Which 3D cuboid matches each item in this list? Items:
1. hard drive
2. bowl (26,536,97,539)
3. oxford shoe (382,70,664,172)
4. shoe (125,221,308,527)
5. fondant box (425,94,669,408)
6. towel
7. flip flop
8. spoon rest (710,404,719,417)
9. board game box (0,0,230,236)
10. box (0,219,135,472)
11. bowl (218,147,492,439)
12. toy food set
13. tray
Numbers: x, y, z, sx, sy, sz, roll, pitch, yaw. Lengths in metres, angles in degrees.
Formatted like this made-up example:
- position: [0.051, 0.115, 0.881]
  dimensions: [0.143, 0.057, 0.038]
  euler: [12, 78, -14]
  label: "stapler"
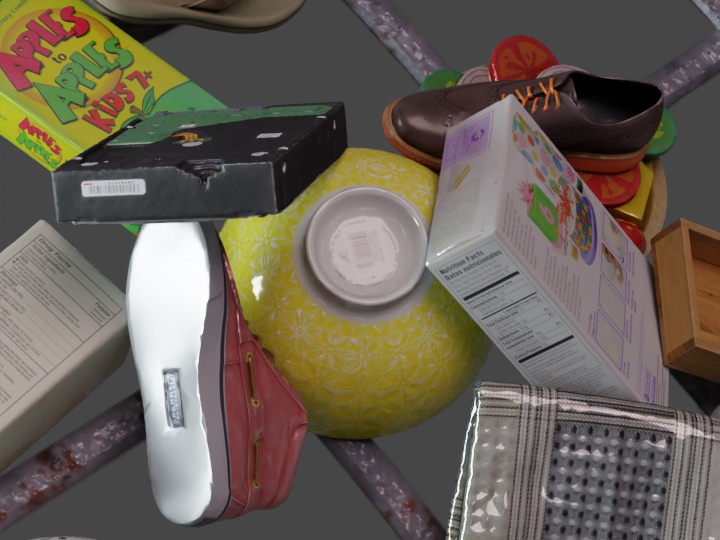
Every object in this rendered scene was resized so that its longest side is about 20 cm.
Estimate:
- position: [-0.094, -0.067, 1.364]
  dimensions: [0.139, 0.038, 0.200]
  euler: [-2, 15, 12]
  label: "hard drive"
- position: [-0.168, 0.230, 1.284]
  dimensions: [0.199, 0.094, 0.202]
  euler: [8, 58, -12]
  label: "bowl"
- position: [0.114, -0.112, 1.523]
  dimensions: [0.199, 0.073, 0.072]
  euler: [-3, 61, -17]
  label: "oxford shoe"
- position: [-0.089, 0.057, 1.382]
  dimensions: [0.091, 0.071, 0.202]
  euler: [-1, 86, -53]
  label: "shoe"
- position: [0.128, 0.005, 1.444]
  dimensions: [0.200, 0.058, 0.145]
  euler: [49, 31, -28]
  label: "fondant box"
- position: [0.147, 0.180, 1.389]
  dimensions: [0.191, 0.035, 0.201]
  euler: [10, 87, -10]
  label: "towel"
- position: [-0.110, -0.218, 1.575]
  dimensions: [0.199, 0.058, 0.081]
  euler: [-4, 57, -39]
  label: "flip flop"
- position: [0.310, 0.157, 1.494]
  dimensions: [0.199, 0.061, 0.100]
  euler: [30, 56, -13]
  label: "spoon rest"
- position: [-0.178, -0.109, 1.512]
  dimensions: [0.200, 0.048, 0.102]
  euler: [36, 57, 7]
  label: "board game box"
- position: [-0.239, 0.071, 1.368]
  dimensions: [0.095, 0.078, 0.200]
  euler: [42, 58, 11]
  label: "box"
- position: [0.000, 0.000, 1.434]
  dimensions: [0.199, 0.108, 0.201]
  euler: [2, 71, -5]
  label: "bowl"
- position: [0.129, -0.077, 1.579]
  dimensions: [0.199, 0.049, 0.199]
  euler: [21, 56, -2]
  label: "toy food set"
- position: [0.289, 0.041, 1.523]
  dimensions: [0.199, 0.037, 0.099]
  euler: [19, 53, -31]
  label: "tray"
